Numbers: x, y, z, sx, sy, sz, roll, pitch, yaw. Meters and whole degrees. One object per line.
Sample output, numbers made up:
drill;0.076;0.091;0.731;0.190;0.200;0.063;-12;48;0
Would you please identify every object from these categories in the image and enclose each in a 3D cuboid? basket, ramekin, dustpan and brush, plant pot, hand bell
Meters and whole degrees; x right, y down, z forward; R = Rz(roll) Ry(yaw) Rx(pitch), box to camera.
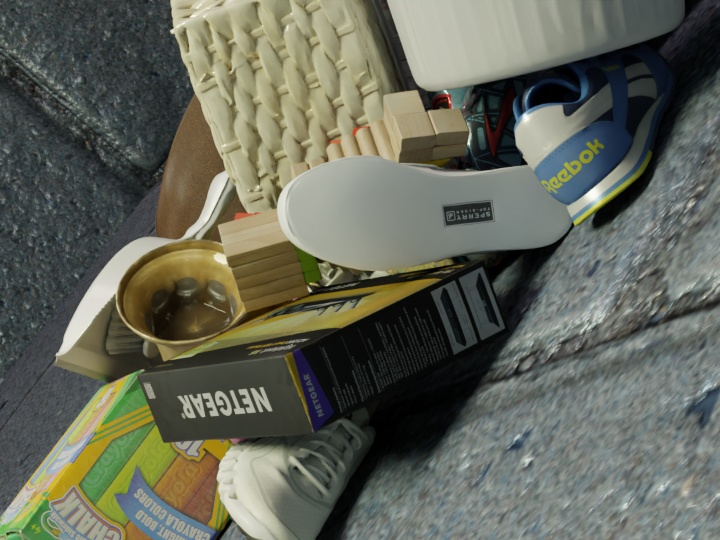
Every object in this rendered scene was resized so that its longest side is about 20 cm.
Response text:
basket;-0.041;-0.129;1.364;0.135;0.200;0.123;-19;27;6
ramekin;0.112;-0.182;1.258;0.200;0.098;0.200;-14;9;2
dustpan and brush;-0.145;-0.002;1.509;0.140;0.057;0.200;28;-98;-63
plant pot;-0.079;-0.093;1.621;0.187;0.187;0.200;-56;-14;-28
hand bell;-0.120;0.082;1.495;0.200;0.104;0.104;84;-151;-46

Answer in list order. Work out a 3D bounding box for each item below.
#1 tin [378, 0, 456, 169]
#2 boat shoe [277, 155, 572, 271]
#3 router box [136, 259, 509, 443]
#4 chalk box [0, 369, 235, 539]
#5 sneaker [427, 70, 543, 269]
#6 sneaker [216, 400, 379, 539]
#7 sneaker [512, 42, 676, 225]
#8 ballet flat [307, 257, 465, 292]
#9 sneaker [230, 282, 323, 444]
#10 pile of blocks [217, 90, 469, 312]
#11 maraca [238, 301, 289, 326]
tin;0.050;-0.143;1.457;0.112;0.200;0.042;-11;37;34
boat shoe;0.035;-0.038;1.242;0.200;0.072;0.068;-6;0;-25
router box;-0.027;0.053;1.242;0.157;0.052;0.200;-26;8;-32
chalk box;-0.190;0.193;1.461;0.200;0.124;0.124;-55;13;-21
sneaker;0.080;-0.090;1.359;0.079;0.095;0.200;-37;33;48
sneaker;-0.035;0.119;1.248;0.081;0.075;0.200;-34;14;18
sneaker;0.148;-0.109;1.260;0.074;0.082;0.200;-44;10;29
ballet flat;0.000;0.000;1.377;0.071;0.071;0.200;-52;33;-13
sneaker;-0.018;0.053;1.439;0.095;0.079;0.200;0;47;46
pile of blocks;-0.010;-0.051;1.309;0.200;0.082;0.062;-33;45;16
maraca;-0.040;-0.002;1.543;0.200;0.107;0.137;-46;-25;7
